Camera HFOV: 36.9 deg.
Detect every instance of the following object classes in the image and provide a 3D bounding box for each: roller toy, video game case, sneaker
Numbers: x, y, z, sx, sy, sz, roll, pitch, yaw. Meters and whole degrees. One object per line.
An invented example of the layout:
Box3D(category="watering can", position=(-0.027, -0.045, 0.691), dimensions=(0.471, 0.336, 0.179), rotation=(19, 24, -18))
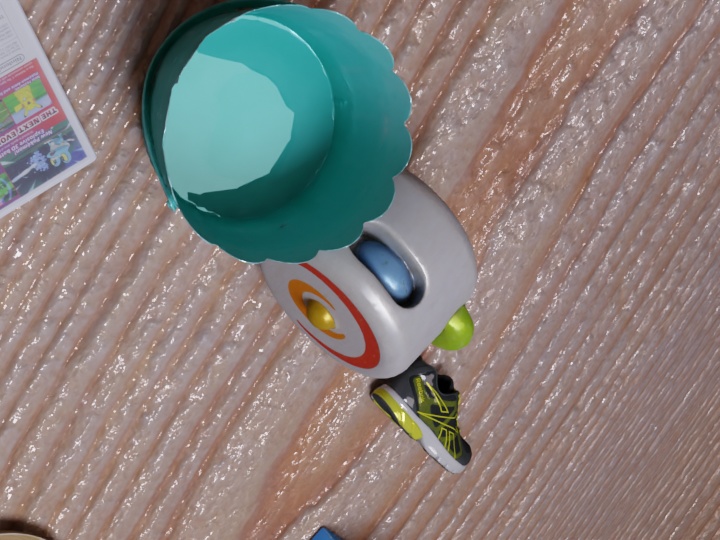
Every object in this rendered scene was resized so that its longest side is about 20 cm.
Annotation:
Box3D(category="roller toy", position=(0.000, 0.000, 0.991), dimensions=(0.140, 0.199, 0.183), rotation=(-44, 142, -24))
Box3D(category="video game case", position=(-0.314, -0.104, 0.785), dimensions=(0.199, 0.023, 0.183), rotation=(-35, 135, -17))
Box3D(category="sneaker", position=(0.094, 0.173, 1.280), dimensions=(0.085, 0.074, 0.200), rotation=(-47, 137, -3))

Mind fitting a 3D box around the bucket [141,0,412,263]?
Box3D(category="bucket", position=(-0.075, -0.115, 0.856), dimensions=(0.205, 0.135, 0.210), rotation=(-7, 106, -23))

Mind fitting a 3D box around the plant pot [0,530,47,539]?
Box3D(category="plant pot", position=(-0.373, 0.324, 1.032), dimensions=(0.198, 0.027, 0.202), rotation=(-22, 131, -28))

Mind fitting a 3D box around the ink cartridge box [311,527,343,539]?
Box3D(category="ink cartridge box", position=(0.016, 0.423, 1.298), dimensions=(0.084, 0.200, 0.146), rotation=(-46, 137, -4))
